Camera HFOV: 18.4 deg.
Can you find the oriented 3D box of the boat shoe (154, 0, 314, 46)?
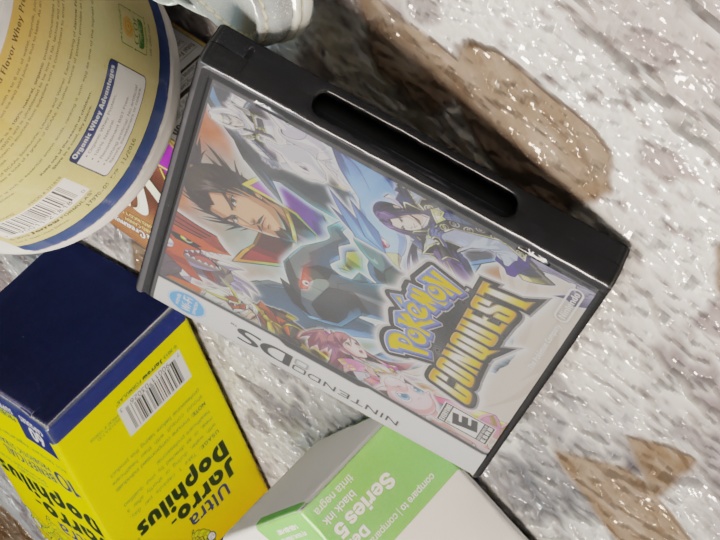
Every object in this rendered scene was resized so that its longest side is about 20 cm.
[{"bbox_3d":[-0.101,-0.157,0.867,0.202,0.065,0.074,46,157,1],"label":"boat shoe"}]

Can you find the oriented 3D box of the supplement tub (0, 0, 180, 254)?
[{"bbox_3d":[-0.176,-0.093,0.888,0.144,0.145,0.200,34,-176,26],"label":"supplement tub"}]

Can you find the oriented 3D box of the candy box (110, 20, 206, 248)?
[{"bbox_3d":[-0.123,-0.081,1.044,0.200,0.056,0.117,36,155,27],"label":"candy box"}]

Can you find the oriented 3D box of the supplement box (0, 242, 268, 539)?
[{"bbox_3d":[-0.145,0.099,1.310,0.108,0.110,0.201,26,151,39],"label":"supplement box"}]

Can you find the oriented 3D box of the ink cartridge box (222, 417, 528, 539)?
[{"bbox_3d":[0.039,0.178,1.153,0.200,0.084,0.145,48,157,-4],"label":"ink cartridge box"}]

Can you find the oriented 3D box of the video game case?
[{"bbox_3d":[0.000,0.000,0.926,0.180,0.026,0.200,29,151,2],"label":"video game case"}]
